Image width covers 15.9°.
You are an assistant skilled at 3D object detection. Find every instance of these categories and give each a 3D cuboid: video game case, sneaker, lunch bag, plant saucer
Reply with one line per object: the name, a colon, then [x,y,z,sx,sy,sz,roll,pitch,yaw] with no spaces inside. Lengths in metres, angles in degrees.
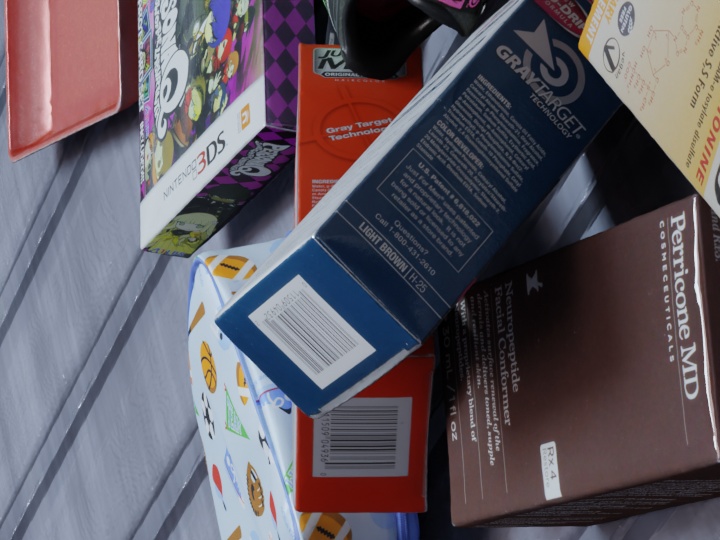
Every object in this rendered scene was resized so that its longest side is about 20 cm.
video game case: [-0.075,-0.131,1.386,0.181,0.036,0.201,142,130,-58]
sneaker: [0.049,-0.149,1.104,0.200,0.076,0.084,-47,39,49]
lunch bag: [-0.027,0.089,1.228,0.161,0.075,0.201,96,157,-48]
plant saucer: [-0.173,-0.180,1.606,0.200,0.036,0.201,-15,76,61]

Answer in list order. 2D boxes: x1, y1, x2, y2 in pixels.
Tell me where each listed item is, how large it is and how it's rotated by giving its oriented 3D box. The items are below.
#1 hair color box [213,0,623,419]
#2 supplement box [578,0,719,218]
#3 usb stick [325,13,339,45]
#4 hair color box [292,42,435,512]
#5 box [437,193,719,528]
hair color box: [0.037,-0.039,1.021,0.061,0.200,0.100,44,148,-5]
supplement box: [0.163,-0.079,0.893,0.200,0.073,0.127,57,138,48]
usb stick: [0.001,-0.085,1.261,0.055,0.032,0.201,22,108,57]
hair color box: [0.000,0.000,1.139,0.201,0.061,0.102,-92,3,-46]
box: [0.107,0.041,1.002,0.200,0.075,0.101,-25,67,59]
